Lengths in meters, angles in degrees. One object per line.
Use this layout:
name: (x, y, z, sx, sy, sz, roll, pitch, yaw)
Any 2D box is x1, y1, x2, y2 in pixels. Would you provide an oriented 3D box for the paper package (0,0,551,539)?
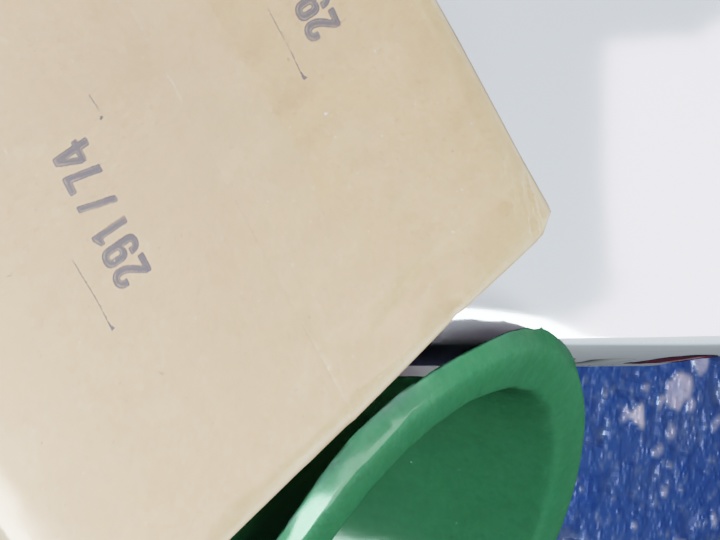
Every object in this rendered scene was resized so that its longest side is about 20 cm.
paper package: (-0.077, -0.038, 0.719, 0.191, 0.103, 0.200, -43, 113, -27)

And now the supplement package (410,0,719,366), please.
supplement package: (0.018, -0.050, 0.896, 0.199, 0.111, 0.156, 1, 84, -15)

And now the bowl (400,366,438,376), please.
bowl: (0.000, 0.000, 0.996, 0.200, 0.094, 0.202, 1, 88, -20)

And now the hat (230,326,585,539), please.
hat: (-0.060, 0.059, 0.860, 0.200, 0.176, 0.166, -34, 144, -40)
